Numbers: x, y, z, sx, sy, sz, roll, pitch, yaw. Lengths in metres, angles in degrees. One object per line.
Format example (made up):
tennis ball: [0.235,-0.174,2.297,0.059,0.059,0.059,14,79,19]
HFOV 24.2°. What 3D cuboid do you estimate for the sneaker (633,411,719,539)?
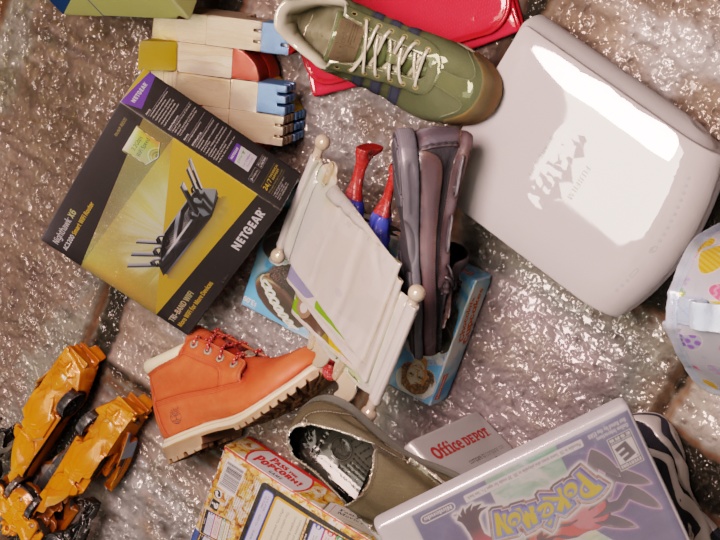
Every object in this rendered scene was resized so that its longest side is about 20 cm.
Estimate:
sneaker: [0.228,0.211,1.271,0.079,0.129,0.201,-20,87,29]

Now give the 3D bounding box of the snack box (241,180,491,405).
snack box: [0.002,0.017,1.419,0.199,0.037,0.117,27,109,23]

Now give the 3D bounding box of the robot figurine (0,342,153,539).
robot figurine: [-0.282,0.175,1.581,0.145,0.058,0.201,43,113,17]

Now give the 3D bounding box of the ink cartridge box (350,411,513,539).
ink cartridge box: [0.108,0.219,1.329,0.200,0.144,0.084,45,112,15]

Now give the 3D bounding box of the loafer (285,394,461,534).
loafer: [0.020,0.168,1.247,0.199,0.070,0.076,32,107,20]

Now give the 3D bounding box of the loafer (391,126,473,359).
loafer: [0.061,-0.019,1.307,0.062,0.072,0.201,-7,121,-4]

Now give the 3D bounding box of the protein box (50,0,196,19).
protein box: [-0.205,-0.341,1.350,0.134,0.199,0.202,7,68,27]

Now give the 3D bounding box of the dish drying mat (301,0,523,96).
dish drying mat: [0.036,-0.205,1.382,0.199,0.018,0.078,-15,89,29]

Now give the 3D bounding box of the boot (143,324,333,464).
boot: [-0.110,0.089,1.472,0.199,0.075,0.108,-24,80,30]

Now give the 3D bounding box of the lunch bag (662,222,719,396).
lunch bag: [0.314,0.031,1.161,0.168,0.200,0.128,6,99,26]

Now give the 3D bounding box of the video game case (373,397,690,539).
video game case: [0.136,0.213,1.202,0.199,0.023,0.183,-26,103,2]

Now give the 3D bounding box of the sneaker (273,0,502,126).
sneaker: [0.011,-0.167,1.312,0.200,0.089,0.068,31,105,39]

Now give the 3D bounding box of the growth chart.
growth chart: [-0.016,0.009,1.334,0.201,0.018,0.145,57,133,36]

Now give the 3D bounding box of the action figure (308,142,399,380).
action figure: [0.000,0.000,1.370,0.065,0.052,0.202,28,112,28]

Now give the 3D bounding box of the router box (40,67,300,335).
router box: [-0.164,-0.053,1.421,0.157,0.052,0.200,33,135,-6]

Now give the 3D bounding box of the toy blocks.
toy blocks: [-0.109,-0.142,1.435,0.136,0.100,0.202,9,105,16]

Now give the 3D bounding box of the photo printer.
photo printer: [0.173,-0.075,1.297,0.200,0.069,0.167,39,113,19]

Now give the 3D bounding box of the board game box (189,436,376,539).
board game box: [-0.057,0.263,1.478,0.199,0.046,0.152,30,109,22]
